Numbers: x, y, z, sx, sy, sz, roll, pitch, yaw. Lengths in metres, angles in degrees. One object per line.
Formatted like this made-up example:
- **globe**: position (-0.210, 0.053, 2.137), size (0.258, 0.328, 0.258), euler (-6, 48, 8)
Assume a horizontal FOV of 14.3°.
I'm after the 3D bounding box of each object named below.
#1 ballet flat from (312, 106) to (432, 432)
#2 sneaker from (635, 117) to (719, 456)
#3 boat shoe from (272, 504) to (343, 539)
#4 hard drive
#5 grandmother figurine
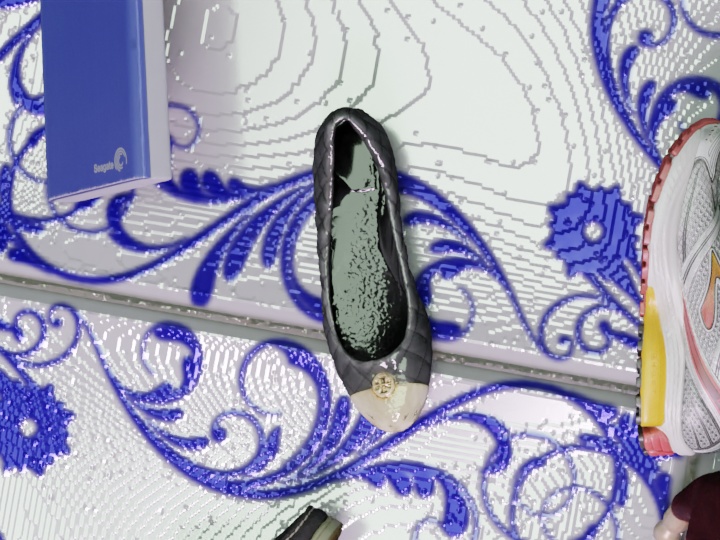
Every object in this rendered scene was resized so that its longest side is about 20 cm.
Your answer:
- **ballet flat**: position (0.000, 0.000, 1.745), size (0.066, 0.057, 0.201), euler (-12, 85, 12)
- **sneaker**: position (0.206, 0.010, 1.700), size (0.082, 0.078, 0.201), euler (2, 96, 8)
- **boat shoe**: position (-0.096, 0.211, 1.746), size (0.066, 0.072, 0.201), euler (44, 100, 6)
- **hard drive**: position (-0.159, -0.149, 1.760), size (0.025, 0.132, 0.201), euler (-1, 85, -32)
- **grandmother figurine**: position (0.208, 0.165, 1.664), size (0.121, 0.060, 0.200), euler (32, 108, 42)
